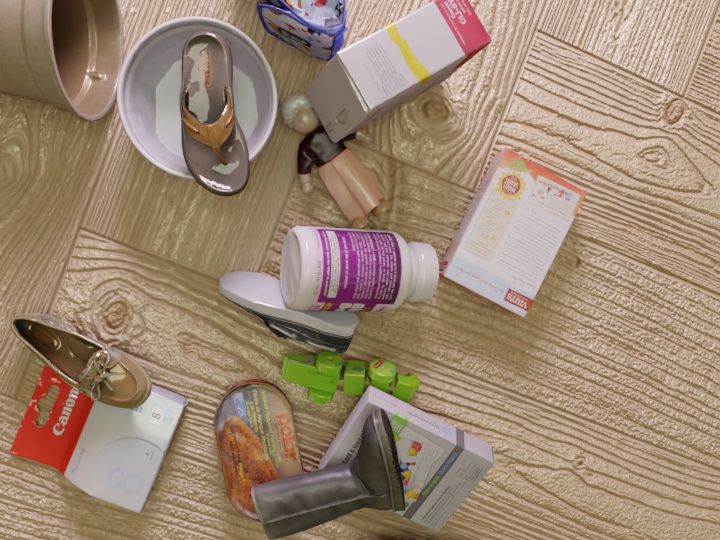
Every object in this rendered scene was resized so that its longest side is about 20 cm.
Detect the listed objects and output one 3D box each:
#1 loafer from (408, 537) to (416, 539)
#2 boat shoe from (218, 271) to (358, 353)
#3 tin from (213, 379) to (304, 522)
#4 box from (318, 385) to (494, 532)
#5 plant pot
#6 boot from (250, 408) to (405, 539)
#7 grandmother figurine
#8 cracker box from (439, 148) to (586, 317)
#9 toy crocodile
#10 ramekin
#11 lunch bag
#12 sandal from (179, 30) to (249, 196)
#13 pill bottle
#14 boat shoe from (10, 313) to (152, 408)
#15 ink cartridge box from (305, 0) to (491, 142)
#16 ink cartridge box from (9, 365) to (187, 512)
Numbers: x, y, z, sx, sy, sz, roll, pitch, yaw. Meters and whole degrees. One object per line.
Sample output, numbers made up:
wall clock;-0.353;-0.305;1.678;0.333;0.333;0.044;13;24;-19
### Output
loafer;0.086;0.417;1.049;0.199;0.072;0.063;15;72;-14
boat shoe;-0.104;0.062;0.995;0.199;0.072;0.068;18;121;-3
tin;-0.141;0.252;1.017;0.111;0.042;0.202;-10;95;-2
box;0.062;0.268;1.012;0.199;0.041;0.156;28;116;-7
plant pot;-0.417;-0.292;0.880;0.182;0.200;0.202;5;93;4
boot;-0.047;0.274;0.956;0.198;0.073;0.183;-7;115;5
grandmother figurine;-0.037;-0.157;0.991;0.121;0.061;0.200;-39;100;-12
cracker box;0.213;-0.052;1.028;0.133;0.058;0.201;27;89;-7
toy crocodile;-0.013;0.150;1.015;0.198;0.062;0.068;9;118;-2
ramekin;-0.207;-0.216;0.941;0.199;0.105;0.202;0;93;-7
lunch bag;-0.086;-0.368;0.912;0.123;0.170;0.201;-33;98;-1
sandal;-0.178;-0.190;0.866;0.081;0.055;0.202;-2;94;-7
pill bottle;0.000;0.000;0.969;0.199;0.112;0.113;2;94;-22
boat shoe;-0.368;0.120;0.944;0.199;0.063;0.074;26;82;7
ink cartridge box;0.044;-0.260;0.925;0.199;0.145;0.084;-34;96;-20
ink cartridge box;-0.359;0.217;0.982;0.199;0.047;0.161;23;91;-10
